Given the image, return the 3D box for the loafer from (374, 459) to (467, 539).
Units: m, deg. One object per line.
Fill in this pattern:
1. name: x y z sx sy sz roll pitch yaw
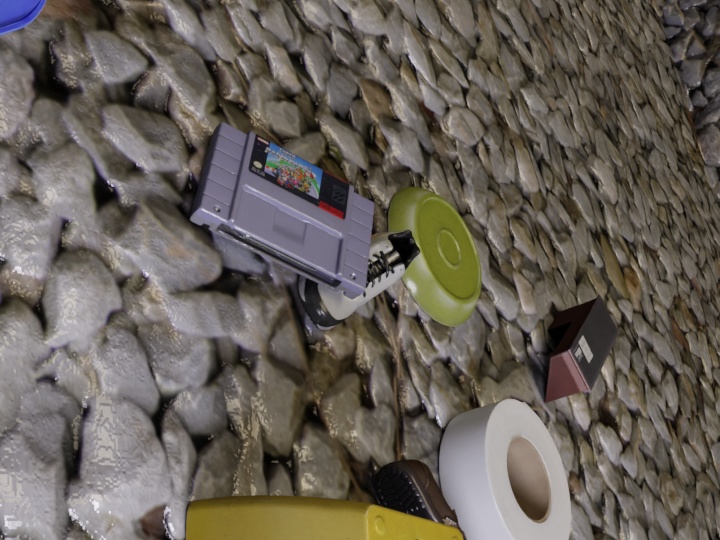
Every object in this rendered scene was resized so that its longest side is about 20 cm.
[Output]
1. loafer: 0.089 0.289 1.039 0.071 0.073 0.202 -24 91 -56

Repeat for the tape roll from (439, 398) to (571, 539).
1. tape roll: 0.181 0.263 1.189 0.202 0.070 0.204 32 47 -41

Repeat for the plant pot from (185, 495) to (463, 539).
1. plant pot: -0.015 0.289 0.800 0.199 0.175 0.202 29 49 -44

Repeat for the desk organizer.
1. desk organizer: 0.327 0.119 1.477 0.072 0.077 0.200 61 33 -8

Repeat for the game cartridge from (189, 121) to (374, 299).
1. game cartridge: -0.075 -0.065 1.015 0.199 0.038 0.131 26 53 -24

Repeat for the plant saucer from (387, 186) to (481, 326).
1. plant saucer: 0.109 -0.025 1.300 0.199 0.031 0.202 32 47 -41

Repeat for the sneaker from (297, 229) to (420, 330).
1. sneaker: 0.000 0.000 1.087 0.074 0.080 0.200 62 35 -11

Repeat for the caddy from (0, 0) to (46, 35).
1. caddy: -0.337 -0.238 0.735 0.200 0.104 0.143 -47 132 -55
